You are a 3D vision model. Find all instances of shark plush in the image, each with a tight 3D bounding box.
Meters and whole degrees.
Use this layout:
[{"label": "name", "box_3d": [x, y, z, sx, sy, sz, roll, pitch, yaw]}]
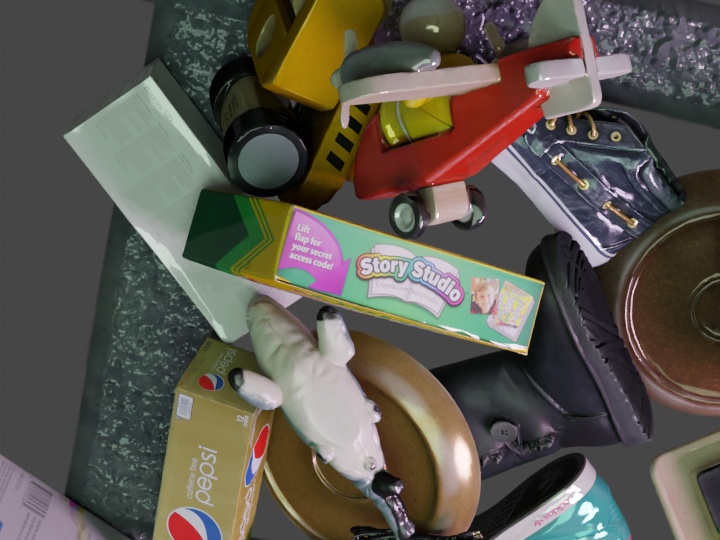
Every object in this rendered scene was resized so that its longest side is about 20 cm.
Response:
[{"label": "shark plush", "box_3d": [-0.013, 0.100, 1.682, 0.200, 0.083, 0.091, 45, 85, -9]}]

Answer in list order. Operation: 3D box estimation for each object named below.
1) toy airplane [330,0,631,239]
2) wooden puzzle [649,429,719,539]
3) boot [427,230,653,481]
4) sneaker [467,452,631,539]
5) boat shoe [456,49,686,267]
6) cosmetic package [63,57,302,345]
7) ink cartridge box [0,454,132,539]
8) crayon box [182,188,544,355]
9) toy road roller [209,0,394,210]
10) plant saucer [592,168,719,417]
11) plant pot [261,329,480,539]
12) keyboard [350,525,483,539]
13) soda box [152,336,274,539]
[{"label": "toy airplane", "box_3d": [0.075, -0.127, 1.523, 0.198, 0.200, 0.142, -26, 73, -4]}, {"label": "wooden puzzle", "box_3d": [0.335, 0.188, 1.725, 0.199, 0.037, 0.186, -22, 75, 6]}, {"label": "boot", "box_3d": [0.107, 0.072, 1.705, 0.167, 0.077, 0.200, -15, 129, 18]}, {"label": "sneaker", "box_3d": [0.130, 0.235, 1.797, 0.200, 0.084, 0.121, -36, 106, 25]}, {"label": "boat shoe", "box_3d": [0.144, -0.099, 1.662, 0.091, 0.071, 0.200, -35, 113, 21]}, {"label": "cosmetic package", "box_3d": [-0.122, -0.050, 1.709, 0.082, 0.051, 0.200, -31, 108, 17]}, {"label": "ink cartridge box", "box_3d": [-0.243, 0.242, 1.785, 0.200, 0.145, 0.085, 33, 110, -10]}, {"label": "crayon box", "box_3d": [0.000, 0.000, 1.623, 0.199, 0.172, 0.059, 16, 90, -25]}, {"label": "toy road roller", "box_3d": [-0.010, -0.136, 1.635, 0.145, 0.123, 0.201, 18, 113, -20]}, {"label": "plant saucer", "box_3d": [0.269, 0.024, 1.725, 0.199, 0.035, 0.201, 1, 113, 2]}, {"label": "plant pot", "box_3d": [-0.005, 0.139, 1.747, 0.199, 0.027, 0.201, 14, 119, 25]}, {"label": "keyboard", "box_3d": [0.040, 0.234, 1.750, 0.199, 0.021, 0.127, 4, 135, 15]}, {"label": "soda box", "box_3d": [-0.110, 0.153, 1.753, 0.064, 0.068, 0.201, 19, 127, 9]}]
